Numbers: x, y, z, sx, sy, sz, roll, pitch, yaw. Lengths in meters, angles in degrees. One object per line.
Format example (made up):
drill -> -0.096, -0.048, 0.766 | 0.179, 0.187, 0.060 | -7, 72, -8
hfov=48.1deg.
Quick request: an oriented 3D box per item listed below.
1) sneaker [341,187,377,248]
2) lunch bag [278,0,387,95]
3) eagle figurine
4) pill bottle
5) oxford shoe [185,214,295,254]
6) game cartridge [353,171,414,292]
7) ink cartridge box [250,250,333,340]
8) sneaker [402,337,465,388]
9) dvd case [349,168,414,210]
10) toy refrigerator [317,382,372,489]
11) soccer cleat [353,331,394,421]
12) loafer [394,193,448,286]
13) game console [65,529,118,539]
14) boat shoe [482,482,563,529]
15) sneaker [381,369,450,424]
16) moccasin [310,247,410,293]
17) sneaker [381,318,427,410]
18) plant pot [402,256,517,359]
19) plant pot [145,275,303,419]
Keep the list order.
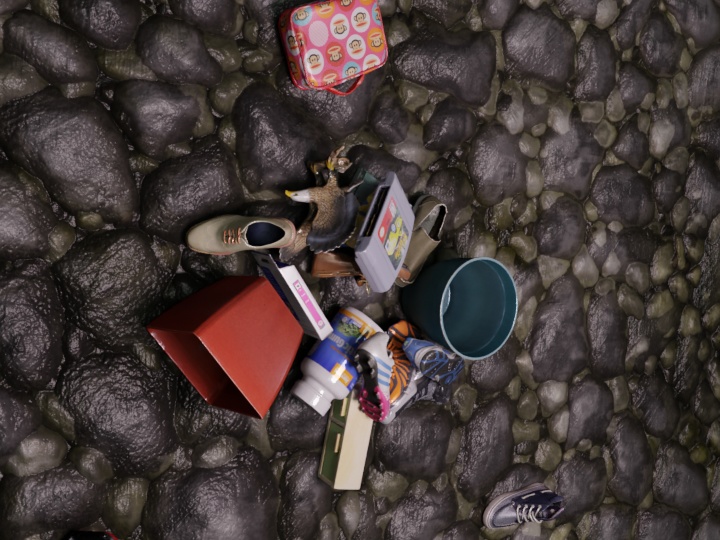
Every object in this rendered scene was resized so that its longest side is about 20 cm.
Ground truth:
sneaker -> 0.005, -0.109, 1.571 | 0.200, 0.104, 0.077 | -51, 127, -49
lunch bag -> -0.044, -0.420, 1.512 | 0.198, 0.082, 0.179 | -24, 109, -27
eagle figurine -> -0.075, -0.114, 1.505 | 0.148, 0.152, 0.203 | 1, 78, 8
pill bottle -> -0.047, 0.179, 1.576 | 0.112, 0.112, 0.201 | 44, 74, -28
oxford shoe -> -0.216, -0.067, 1.421 | 0.197, 0.074, 0.072 | -7, 92, 3
game cartridge -> 0.049, -0.067, 1.506 | 0.134, 0.040, 0.202 | 64, 38, -46
ink cartridge box -> -0.130, 0.038, 1.516 | 0.037, 0.094, 0.201 | -41, 115, -20
sneaker -> 0.151, 0.180, 1.633 | 0.076, 0.077, 0.200 | -52, 146, -2
dvd case -> 0.038, -0.093, 1.643 | 0.199, 0.022, 0.147 | 33, 80, -29
toy refrigerator -> -0.029, 0.331, 1.629 | 0.069, 0.076, 0.203 | 11, 92, -31
soccer cleat -> 0.038, 0.205, 1.545 | 0.086, 0.069, 0.202 | -44, 142, -36
loafer -> 0.118, -0.062, 1.642 | 0.075, 0.069, 0.203 | 25, 84, -32
game console -> -0.450, 0.556, 1.386 | 0.201, 0.171, 0.119 | 57, 43, -24
boat shoe -> 0.389, 0.565, 1.903 | 0.198, 0.092, 0.076 | -18, 106, -28
sneaker -> 0.124, 0.264, 1.711 | 0.114, 0.075, 0.201 | 47, 70, -24
moccasin -> 0.000, 0.000, 1.583 | 0.198, 0.074, 0.079 | 6, 100, -17
sneaker -> 0.060, 0.185, 1.654 | 0.112, 0.077, 0.201 | 45, 48, -21
plant pot -> 0.187, 0.064, 1.656 | 0.197, 0.187, 0.204 | -5, 99, -31
plant pot -> -0.222, 0.116, 1.425 | 0.177, 0.198, 0.201 | -49, 118, -28
